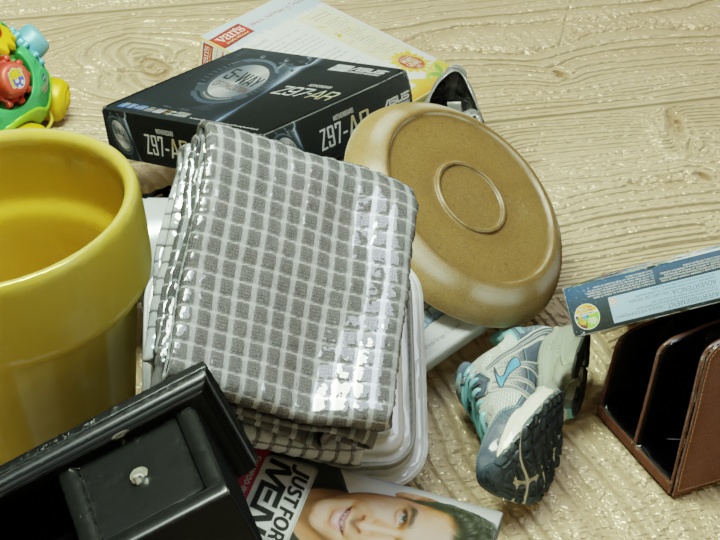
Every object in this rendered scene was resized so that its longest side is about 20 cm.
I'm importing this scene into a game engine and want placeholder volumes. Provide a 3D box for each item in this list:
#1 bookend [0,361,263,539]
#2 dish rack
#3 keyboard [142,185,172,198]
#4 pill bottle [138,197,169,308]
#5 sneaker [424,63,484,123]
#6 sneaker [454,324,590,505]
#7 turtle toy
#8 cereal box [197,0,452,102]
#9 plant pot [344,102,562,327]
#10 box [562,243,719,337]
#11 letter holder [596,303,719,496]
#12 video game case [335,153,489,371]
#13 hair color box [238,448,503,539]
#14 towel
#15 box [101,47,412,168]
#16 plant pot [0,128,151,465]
[{"bbox_3d":[-0.138,0.187,1.264,0.198,0.092,0.200,-27,42,-1],"label":"bookend"},{"bbox_3d":[-0.053,0.065,1.485,0.199,0.044,0.173,-1,70,-1],"label":"dish rack"},{"bbox_3d":[-0.171,-0.029,1.679,0.199,0.040,0.104,-20,45,-36],"label":"keyboard"},{"bbox_3d":[-0.235,-0.012,1.562,0.199,0.113,0.112,0,35,-4],"label":"pill bottle"},{"bbox_3d":[0.069,-0.101,1.797,0.074,0.082,0.200,5,35,-6],"label":"sneaker"},{"bbox_3d":[0.105,0.103,1.543,0.086,0.078,0.200,7,26,17],"label":"sneaker"},{"bbox_3d":[-0.320,-0.147,1.756,0.145,0.102,0.200,10,35,1],"label":"turtle toy"},{"bbox_3d":[-0.027,-0.180,1.926,0.199,0.040,0.144,29,39,26],"label":"cereal box"},{"bbox_3d":[0.078,-0.050,1.626,0.199,0.027,0.201,22,47,-25],"label":"plant pot"},{"bbox_3d":[0.239,0.008,1.596,0.136,0.038,0.200,-15,-1,18],"label":"box"},{"bbox_3d":[0.293,0.060,1.569,0.199,0.143,0.101,-12,40,-27],"label":"letter holder"},{"bbox_3d":[0.000,0.000,1.592,0.182,0.024,0.200,46,46,14],"label":"video game case"},{"bbox_3d":[-0.016,0.182,1.396,0.199,0.061,0.099,15,35,7],"label":"hair color box"},{"bbox_3d":[-0.051,0.015,1.402,0.165,0.086,0.201,16,64,-22],"label":"towel"},{"bbox_3d":[-0.082,-0.124,1.698,0.160,0.044,0.199,-27,28,-37],"label":"box"},{"bbox_3d":[-0.228,0.035,1.421,0.199,0.190,0.201,-6,34,4],"label":"plant pot"}]
